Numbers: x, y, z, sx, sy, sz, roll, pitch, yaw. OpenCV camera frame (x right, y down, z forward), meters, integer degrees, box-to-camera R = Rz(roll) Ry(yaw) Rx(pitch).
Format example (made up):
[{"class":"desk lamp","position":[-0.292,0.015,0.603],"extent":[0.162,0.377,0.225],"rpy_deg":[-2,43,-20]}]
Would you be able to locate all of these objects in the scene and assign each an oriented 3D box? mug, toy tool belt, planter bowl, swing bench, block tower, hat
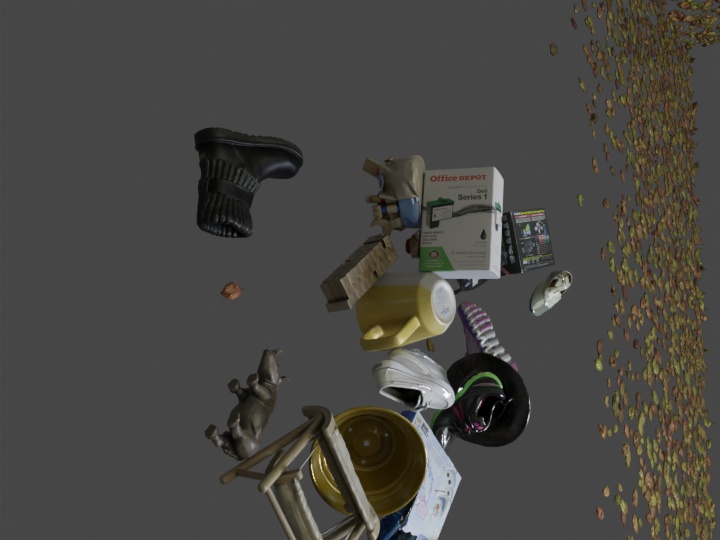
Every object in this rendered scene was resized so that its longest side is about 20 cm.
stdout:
[{"class":"mug","position":[0.091,0.085,1.531],"extent":[0.149,0.152,0.189],"rpy_deg":[38,54,-41]},{"class":"toy tool belt","position":[0.068,-0.123,1.606],"extent":[0.125,0.121,0.203],"rpy_deg":[-33,120,-65]},{"class":"planter bowl","position":[0.012,0.310,1.396],"extent":[0.084,0.198,0.203],"rpy_deg":[-95,164,-77]},{"class":"swing bench","position":[-0.074,0.345,1.250],"extent":[0.199,0.129,0.201],"rpy_deg":[-34,107,-37]},{"class":"block tower","position":[0.000,0.000,1.515],"extent":[0.200,0.053,0.058],"rpy_deg":[-47,117,-47]},{"class":"hat","position":[0.265,0.261,1.712],"extent":[0.081,0.198,0.203],"rpy_deg":[-35,109,-69]}]

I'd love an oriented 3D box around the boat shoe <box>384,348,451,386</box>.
[{"class":"boat shoe","position":[0.115,0.192,1.610],"extent":[0.199,0.072,0.069],"rpy_deg":[32,37,-36]}]

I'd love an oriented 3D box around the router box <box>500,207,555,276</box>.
[{"class":"router box","position":[0.407,-0.074,2.045],"extent":[0.199,0.062,0.152],"rpy_deg":[-9,90,-52]}]

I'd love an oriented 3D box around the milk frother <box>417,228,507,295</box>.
[{"class":"milk frother","position":[0.160,-0.032,1.675],"extent":[0.198,0.181,0.189],"rpy_deg":[-25,64,-23]}]

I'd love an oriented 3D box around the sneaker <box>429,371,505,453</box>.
[{"class":"sneaker","position":[0.209,0.293,1.628],"extent":[0.076,0.084,0.201],"rpy_deg":[29,103,-42]}]

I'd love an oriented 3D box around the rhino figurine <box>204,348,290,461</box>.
[{"class":"rhino figurine","position":[-0.162,0.199,1.255],"extent":[0.088,0.059,0.201],"rpy_deg":[62,38,-36]}]

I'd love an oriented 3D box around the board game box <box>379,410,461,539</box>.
[{"class":"board game box","position":[0.103,0.409,1.556],"extent":[0.201,0.043,0.200],"rpy_deg":[58,42,-26]}]

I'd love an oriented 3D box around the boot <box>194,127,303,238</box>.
[{"class":"boot","position":[-0.174,-0.128,1.300],"extent":[0.209,0.079,0.160],"rpy_deg":[4,72,-41]}]

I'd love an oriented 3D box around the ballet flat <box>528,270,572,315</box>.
[{"class":"ballet flat","position":[0.499,0.052,2.132],"extent":[0.200,0.063,0.068],"rpy_deg":[-40,112,-48]}]

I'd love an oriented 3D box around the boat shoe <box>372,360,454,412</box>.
[{"class":"boat shoe","position":[0.102,0.236,1.554],"extent":[0.198,0.074,0.066],"rpy_deg":[23,40,-29]}]

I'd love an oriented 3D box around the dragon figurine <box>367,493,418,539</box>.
[{"class":"dragon figurine","position":[0.057,0.448,1.410],"extent":[0.059,0.200,0.100],"rpy_deg":[42,12,-24]}]

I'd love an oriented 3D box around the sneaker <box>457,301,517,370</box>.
[{"class":"sneaker","position":[0.257,0.166,1.789],"extent":[0.080,0.088,0.202],"rpy_deg":[-8,66,-51]}]

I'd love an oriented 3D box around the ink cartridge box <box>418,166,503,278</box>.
[{"class":"ink cartridge box","position":[0.193,-0.090,1.563],"extent":[0.084,0.144,0.203],"rpy_deg":[28,63,-65]}]
